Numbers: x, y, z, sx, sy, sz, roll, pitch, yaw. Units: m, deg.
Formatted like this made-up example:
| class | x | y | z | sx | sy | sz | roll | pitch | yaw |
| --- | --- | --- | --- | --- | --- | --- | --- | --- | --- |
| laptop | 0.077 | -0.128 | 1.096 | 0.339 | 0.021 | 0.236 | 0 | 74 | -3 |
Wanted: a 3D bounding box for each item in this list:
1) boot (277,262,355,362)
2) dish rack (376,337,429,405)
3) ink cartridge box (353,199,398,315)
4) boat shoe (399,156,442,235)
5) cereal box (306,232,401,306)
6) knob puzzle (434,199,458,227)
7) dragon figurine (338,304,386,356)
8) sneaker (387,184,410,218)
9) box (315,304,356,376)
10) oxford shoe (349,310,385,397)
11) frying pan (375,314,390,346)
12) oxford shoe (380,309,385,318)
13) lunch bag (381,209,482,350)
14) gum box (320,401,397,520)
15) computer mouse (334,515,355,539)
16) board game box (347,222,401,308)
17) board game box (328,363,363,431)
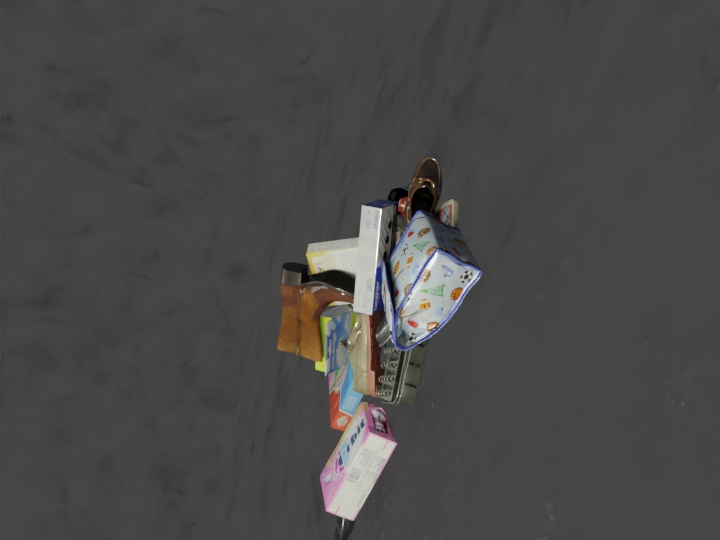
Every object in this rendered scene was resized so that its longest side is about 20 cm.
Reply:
| class | x | y | z | sx | sy | sz | roll | pitch | yaw |
| --- | --- | --- | --- | --- | --- | --- | --- | --- | --- |
| boot | -0.085 | 0.101 | 1.637 | 0.069 | 0.184 | 0.204 | -55 | -27 | -62 |
| dish rack | 0.073 | 0.185 | 1.563 | 0.200 | 0.053 | 0.157 | 154 | 131 | -72 |
| ink cartridge box | 0.030 | -0.027 | 1.539 | 0.094 | 0.043 | 0.205 | -27 | -56 | -64 |
| boat shoe | 0.129 | -0.149 | 1.635 | 0.071 | 0.069 | 0.204 | 107 | 177 | -63 |
| cereal box | 0.000 | 0.000 | 1.651 | 0.040 | 0.195 | 0.146 | -82 | -18 | -51 |
| knob puzzle | 0.142 | -0.049 | 1.595 | 0.219 | 0.030 | 0.225 | -163 | 89 | -76 |
| dragon figurine | 0.017 | 0.153 | 1.744 | 0.099 | 0.201 | 0.059 | -45 | 45 | -11 |
| sneaker | 0.094 | -0.158 | 1.781 | 0.200 | 0.083 | 0.077 | -131 | 58 | -73 |
| box | -0.041 | 0.143 | 1.778 | 0.199 | 0.047 | 0.125 | -22 | -64 | -59 |
| oxford shoe | 0.005 | 0.156 | 1.651 | 0.070 | 0.073 | 0.205 | -6 | -84 | -62 |
| frying pan | 0.076 | 0.078 | 1.624 | 0.115 | 0.031 | 0.191 | -51 | 7 | 37 |
| oxford shoe | 0.046 | 0.038 | 1.813 | 0.075 | 0.057 | 0.204 | 139 | 146 | -71 |
| lunch bag | 0.104 | 0.022 | 1.441 | 0.202 | 0.122 | 0.171 | -59 | 19 | 22 |
| gum box | -0.004 | 0.370 | 1.595 | 0.203 | 0.065 | 0.114 | -62 | 18 | 15 |
| computer mouse | -0.038 | 0.570 | 1.641 | 0.059 | 0.033 | 0.205 | -153 | 72 | -77 |
| board game box | 0.025 | -0.022 | 1.798 | 0.200 | 0.057 | 0.166 | -47 | 21 | 6 |
| board game box | -0.030 | 0.251 | 1.910 | 0.202 | 0.039 | 0.155 | -97 | 27 | -57 |
